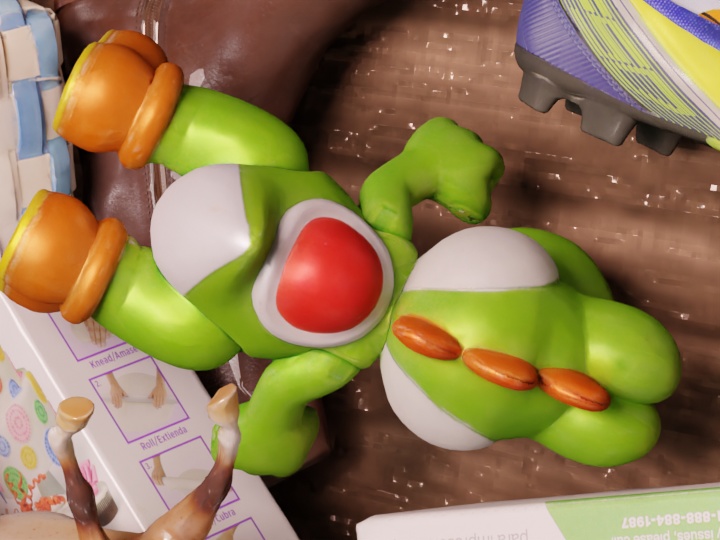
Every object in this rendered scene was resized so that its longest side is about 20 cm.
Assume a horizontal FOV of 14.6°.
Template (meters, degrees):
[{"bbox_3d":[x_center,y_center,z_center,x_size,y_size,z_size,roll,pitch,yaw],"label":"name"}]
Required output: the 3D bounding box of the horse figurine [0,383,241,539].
[{"bbox_3d":[-0.105,0.081,0.836,0.199,0.050,0.133,9,128,17],"label":"horse figurine"}]

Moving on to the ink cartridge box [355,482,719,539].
[{"bbox_3d":[0.087,0.166,0.838,0.145,0.084,0.201,-8,85,33],"label":"ink cartridge box"}]

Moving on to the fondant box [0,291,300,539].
[{"bbox_3d":[-0.082,0.112,0.927,0.200,0.058,0.144,56,135,11],"label":"fondant box"}]

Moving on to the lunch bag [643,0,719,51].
[{"bbox_3d":[0.119,-0.155,0.774,0.200,0.124,0.170,39,85,32],"label":"lunch bag"}]

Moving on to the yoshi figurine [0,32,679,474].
[{"bbox_3d":[-0.002,0.004,0.855,0.199,0.112,0.113,22,135,1],"label":"yoshi figurine"}]

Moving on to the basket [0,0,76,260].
[{"bbox_3d":[-0.202,-0.040,0.940,0.176,0.199,0.140,-135,42,-63],"label":"basket"}]

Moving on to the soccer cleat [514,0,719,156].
[{"bbox_3d":[0.133,-0.061,0.822,0.200,0.065,0.084,23,100,32],"label":"soccer cleat"}]

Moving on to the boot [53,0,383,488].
[{"bbox_3d":[-0.022,-0.018,0.929,0.186,0.064,0.201,-6,88,37],"label":"boot"}]
